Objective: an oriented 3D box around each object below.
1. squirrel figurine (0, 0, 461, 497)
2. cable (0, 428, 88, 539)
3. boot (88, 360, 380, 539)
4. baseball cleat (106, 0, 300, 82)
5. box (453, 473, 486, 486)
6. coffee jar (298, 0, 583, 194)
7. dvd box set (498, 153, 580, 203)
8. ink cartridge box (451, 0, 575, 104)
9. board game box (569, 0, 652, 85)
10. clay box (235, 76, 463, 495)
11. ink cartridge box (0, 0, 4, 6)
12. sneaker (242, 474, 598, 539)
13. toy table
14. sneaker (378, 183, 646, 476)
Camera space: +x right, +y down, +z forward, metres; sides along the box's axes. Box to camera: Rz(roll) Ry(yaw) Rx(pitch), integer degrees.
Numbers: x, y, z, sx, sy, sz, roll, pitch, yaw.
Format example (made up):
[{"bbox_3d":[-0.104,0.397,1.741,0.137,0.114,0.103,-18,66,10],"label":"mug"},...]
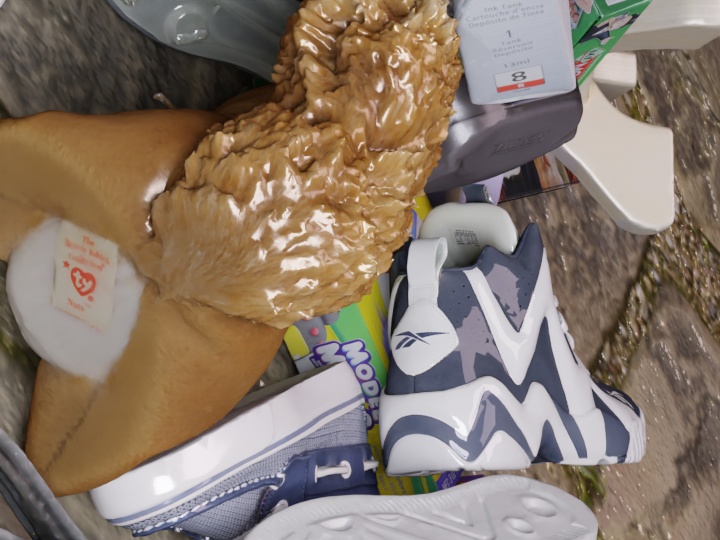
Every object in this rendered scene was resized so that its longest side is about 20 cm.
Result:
[{"bbox_3d":[-0.033,-0.028,0.976,0.187,0.200,0.142,-29,96,-51],"label":"squirrel figurine"},{"bbox_3d":[-0.090,0.119,0.944,0.097,0.050,0.200,-47,124,-35],"label":"cable"},{"bbox_3d":[-0.036,0.097,1.050,0.200,0.073,0.090,-21,91,-65],"label":"boot"},{"bbox_3d":[-0.059,-0.128,1.150,0.200,0.070,0.106,34,12,-36],"label":"baseball cleat"},{"bbox_3d":[0.072,0.210,1.231,0.200,0.039,0.137,53,41,-38],"label":"box"},{"bbox_3d":[0.017,-0.131,1.092,0.104,0.085,0.200,-16,84,-46],"label":"coffee jar"},{"bbox_3d":[0.061,-0.135,1.418,0.146,0.029,0.200,-13,89,-64],"label":"dvd box set"},{"bbox_3d":[0.042,-0.174,0.956,0.200,0.050,0.162,60,23,-65],"label":"ink cartridge box"},{"bbox_3d":[0.052,-0.174,1.157,0.029,0.135,0.200,-19,77,-21],"label":"board game box"},{"bbox_3d":[0.000,0.000,1.206,0.200,0.048,0.115,67,27,-19],"label":"clay box"},{"bbox_3d":[-0.175,-0.160,0.895,0.145,0.084,0.200,63,28,-27],"label":"ink cartridge box"},{"bbox_3d":[0.009,0.165,1.044,0.200,0.081,0.147,-8,125,-48],"label":"sneaker"},{"bbox_3d":[0.097,-0.109,1.290,0.184,0.117,0.200,-165,-102,-77],"label":"toy table"},{"bbox_3d":[0.071,0.026,1.186,0.199,0.079,0.130,2,84,-54],"label":"sneaker"}]
